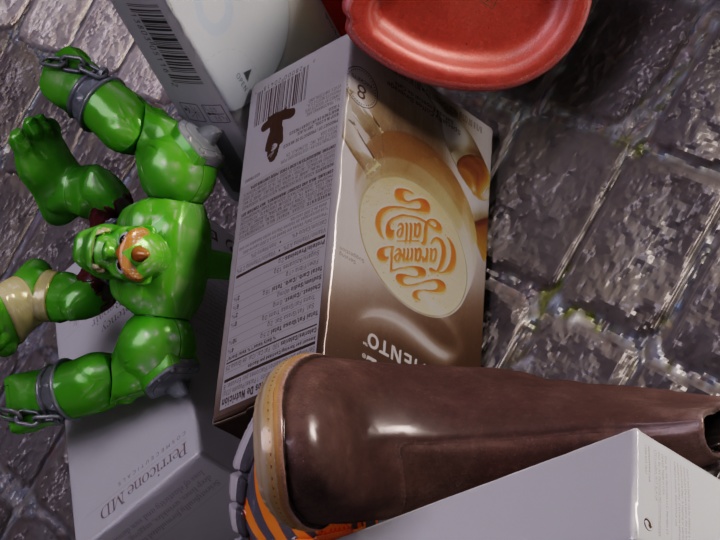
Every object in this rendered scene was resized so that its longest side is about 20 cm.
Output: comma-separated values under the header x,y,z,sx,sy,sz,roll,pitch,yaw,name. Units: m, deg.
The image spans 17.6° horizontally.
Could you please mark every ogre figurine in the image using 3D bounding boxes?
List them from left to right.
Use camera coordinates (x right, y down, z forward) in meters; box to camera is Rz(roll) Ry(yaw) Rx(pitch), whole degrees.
x,y,z,sx,sy,sz,roll,pitch,yaw,name
-0.130,-0.013,1.223,0.119,0.098,0.201,6,70,30,ogre figurine

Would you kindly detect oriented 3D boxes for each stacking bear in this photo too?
x,y,z,sx,sy,sz,roll,pitch,yaw,name
0.046,-0.171,1.227,0.122,0.114,0.200,-54,19,10,stacking bear

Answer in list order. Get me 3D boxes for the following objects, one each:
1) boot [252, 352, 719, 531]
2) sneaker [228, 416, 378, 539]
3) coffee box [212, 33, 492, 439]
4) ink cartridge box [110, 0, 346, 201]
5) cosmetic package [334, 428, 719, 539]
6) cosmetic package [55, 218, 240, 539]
x,y,z,sx,sy,sz,roll,pitch,yaw,name
0.059,0.064,0.953,0.166,0.200,0.073,-6,85,21,boot
-0.005,0.154,1.046,0.112,0.077,0.201,32,127,58,sneaker
0.000,0.000,1.166,0.080,0.114,0.201,-24,50,39,coffee box
-0.038,-0.160,1.254,0.047,0.160,0.200,9,53,39,ink cartridge box
0.080,0.140,0.938,0.200,0.151,0.052,-24,46,38,cosmetic package
-0.108,0.066,1.283,0.102,0.074,0.200,-39,39,24,cosmetic package
